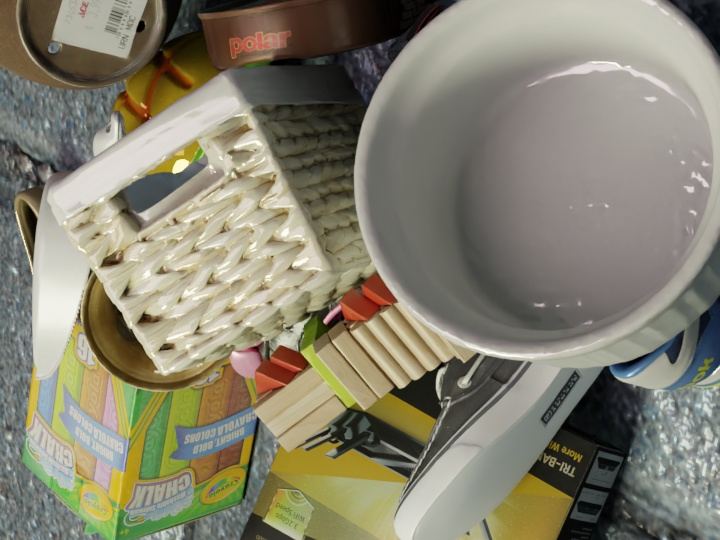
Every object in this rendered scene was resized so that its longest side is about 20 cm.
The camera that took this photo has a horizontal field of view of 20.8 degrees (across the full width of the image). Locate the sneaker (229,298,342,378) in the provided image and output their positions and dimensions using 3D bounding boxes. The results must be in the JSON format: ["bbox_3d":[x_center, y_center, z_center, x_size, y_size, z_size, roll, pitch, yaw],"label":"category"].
[{"bbox_3d":[-0.029,-0.014,1.303,0.095,0.079,0.200,15,114,21],"label":"sneaker"}]

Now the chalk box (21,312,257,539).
[{"bbox_3d":[-0.160,0.112,1.431,0.124,0.124,0.200,34,125,37],"label":"chalk box"}]

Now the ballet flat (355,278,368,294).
[{"bbox_3d":[0.000,0.000,1.226,0.200,0.071,0.071,29,124,14],"label":"ballet flat"}]

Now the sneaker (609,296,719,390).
[{"bbox_3d":[0.154,-0.029,1.074,0.074,0.082,0.200,-18,85,50],"label":"sneaker"}]

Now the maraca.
[{"bbox_3d":[-0.102,-0.109,1.308,0.200,0.107,0.137,-47,30,41],"label":"maraca"}]

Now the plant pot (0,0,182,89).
[{"bbox_3d":[-0.187,-0.194,1.270,0.200,0.187,0.187,-126,38,-61],"label":"plant pot"}]

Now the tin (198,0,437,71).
[{"bbox_3d":[-0.018,-0.150,1.145,0.112,0.200,0.042,-1,104,24],"label":"tin"}]

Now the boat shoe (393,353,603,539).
[{"bbox_3d":[0.076,0.070,1.124,0.068,0.072,0.200,34,80,30],"label":"boat shoe"}]

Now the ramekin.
[{"bbox_3d":[0.106,-0.045,1.010,0.200,0.098,0.201,-5,76,22],"label":"ramekin"}]

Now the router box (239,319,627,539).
[{"bbox_3d":[0.041,0.140,1.201,0.200,0.052,0.157,24,92,31],"label":"router box"}]

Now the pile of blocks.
[{"bbox_3d":[0.007,0.033,1.146,0.200,0.082,0.062,-29,108,36],"label":"pile of blocks"}]

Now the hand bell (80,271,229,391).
[{"bbox_3d":[-0.135,0.003,1.354,0.200,0.104,0.104,-106,14,-74],"label":"hand bell"}]

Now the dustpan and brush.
[{"bbox_3d":[-0.182,-0.035,1.290,0.200,0.057,0.140,97,177,-50],"label":"dustpan and brush"}]

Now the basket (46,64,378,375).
[{"bbox_3d":[-0.060,-0.031,1.107,0.135,0.200,0.124,-31,87,18],"label":"basket"}]

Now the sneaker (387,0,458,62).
[{"bbox_3d":[0.059,-0.065,1.141,0.079,0.095,0.200,12,126,46],"label":"sneaker"}]

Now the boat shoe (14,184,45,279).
[{"bbox_3d":[-0.224,0.031,1.521,0.072,0.065,0.200,-5,98,48],"label":"boat shoe"}]
